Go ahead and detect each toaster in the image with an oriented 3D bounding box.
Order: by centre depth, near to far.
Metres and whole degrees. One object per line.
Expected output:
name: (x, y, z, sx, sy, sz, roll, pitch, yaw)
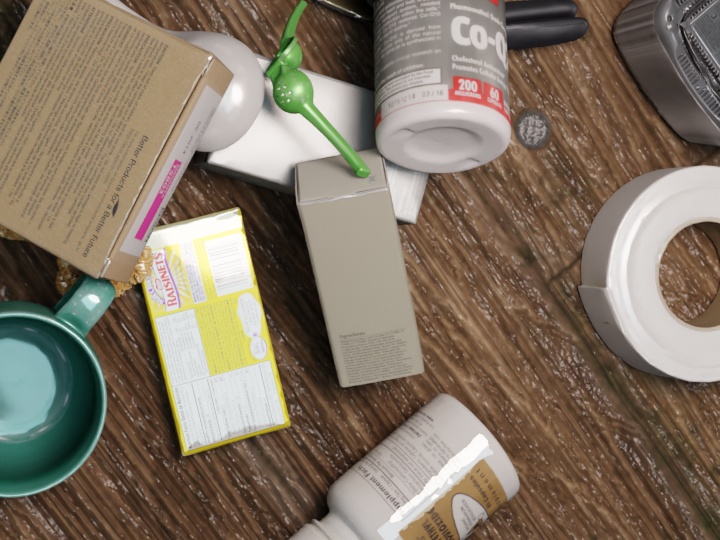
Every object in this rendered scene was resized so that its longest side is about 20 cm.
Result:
toaster: (0.316, -0.202, 1.589, 0.113, 0.129, 0.200, -41, 102, -12)

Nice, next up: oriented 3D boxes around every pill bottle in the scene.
pill bottle: (0.067, -0.195, 1.452, 0.113, 0.114, 0.202, 6, 67, -15)
pill bottle: (0.034, 0.213, 1.529, 0.200, 0.114, 0.115, -39, 101, -11)

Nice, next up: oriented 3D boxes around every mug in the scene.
mug: (-0.274, 0.096, 1.435, 0.184, 0.114, 0.153, -20, 99, -9)

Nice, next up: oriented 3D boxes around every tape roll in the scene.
tape roll: (0.310, 0.003, 1.623, 0.201, 0.071, 0.205, -1, 92, -16)

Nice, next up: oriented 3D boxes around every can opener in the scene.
can opener: (0.113, -0.219, 1.577, 0.198, 0.079, 0.064, -16, 57, -18)

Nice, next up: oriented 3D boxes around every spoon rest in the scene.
spoon rest: (-0.164, -0.180, 1.464, 0.200, 0.061, 0.100, 39, 97, 16)

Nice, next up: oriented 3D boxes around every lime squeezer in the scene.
lime squeezer: (-0.046, -0.165, 1.442, 0.070, 0.038, 0.201, 0, 51, -27)

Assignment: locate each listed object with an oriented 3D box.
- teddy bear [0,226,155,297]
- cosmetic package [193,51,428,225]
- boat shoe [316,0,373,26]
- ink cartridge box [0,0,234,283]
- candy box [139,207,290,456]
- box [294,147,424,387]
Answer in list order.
teddy bear: (-0.245, -0.072, 1.463, 0.144, 0.067, 0.202, 1, 91, -4)
cosmetic package: (-0.038, -0.115, 1.518, 0.198, 0.090, 0.108, 18, 86, -12)
boat shoe: (-0.049, -0.273, 1.512, 0.199, 0.072, 0.065, 22, 63, -20)
ink cartridge box: (-0.221, -0.114, 1.396, 0.164, 0.075, 0.201, 28, 90, 12)
candy box: (-0.133, 0.053, 1.524, 0.101, 0.026, 0.202, -14, 95, -11)
box: (0.000, 0.000, 1.485, 0.081, 0.069, 0.201, -9, 125, 2)
